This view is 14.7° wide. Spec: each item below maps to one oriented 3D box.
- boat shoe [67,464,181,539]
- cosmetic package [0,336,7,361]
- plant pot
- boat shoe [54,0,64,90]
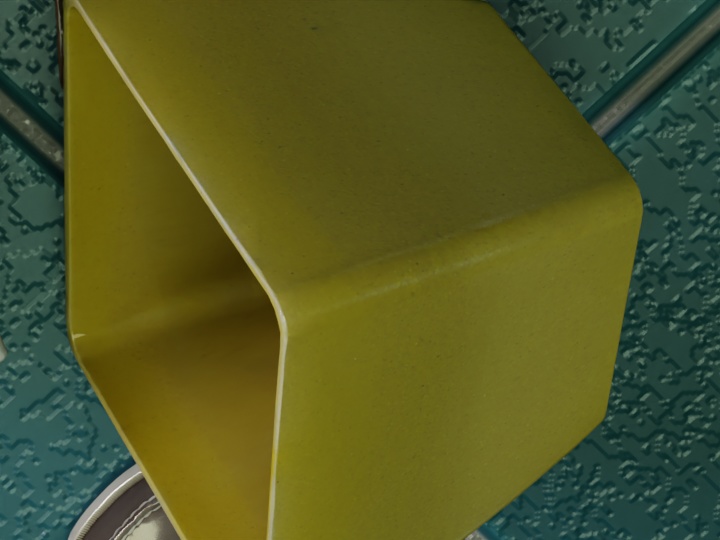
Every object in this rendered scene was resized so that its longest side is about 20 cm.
[{"bbox_3d":[-0.117,0.171,1.263,0.072,0.060,0.200,30,106,-19],"label":"boat shoe"},{"bbox_3d":[-0.261,-0.040,1.069,0.164,0.165,0.201,-26,116,-16],"label":"cosmetic package"},{"bbox_3d":[0.000,0.000,1.121,0.175,0.200,0.201,-17,138,-21],"label":"plant pot"},{"bbox_3d":[-0.118,-0.163,1.113,0.072,0.072,0.201,-14,121,-4],"label":"boat shoe"}]
